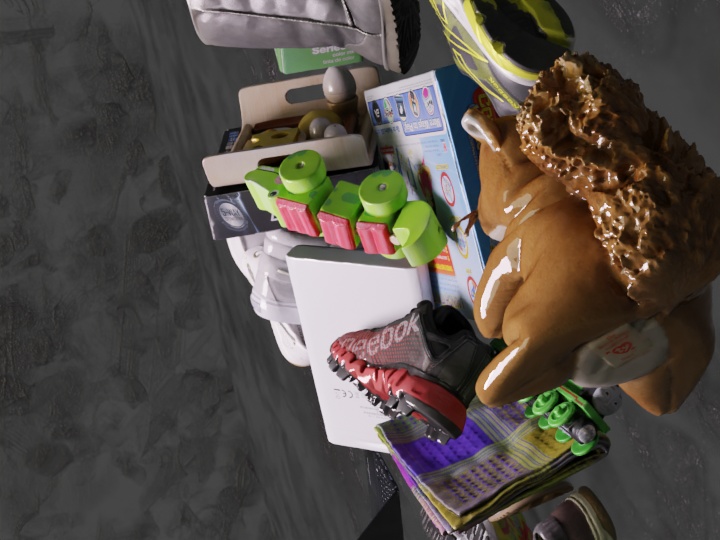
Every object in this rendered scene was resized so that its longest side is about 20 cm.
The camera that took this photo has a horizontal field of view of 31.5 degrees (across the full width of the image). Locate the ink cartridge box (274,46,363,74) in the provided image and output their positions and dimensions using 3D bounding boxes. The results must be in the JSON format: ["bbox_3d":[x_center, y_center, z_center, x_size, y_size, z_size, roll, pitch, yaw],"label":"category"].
[{"bbox_3d":[-0.052,-0.307,1.165,0.201,0.083,0.146,87,171,-45],"label":"ink cartridge box"}]

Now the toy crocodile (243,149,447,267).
[{"bbox_3d":[-0.015,-0.047,1.037,0.199,0.062,0.068,17,146,31],"label":"toy crocodile"}]

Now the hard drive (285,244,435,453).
[{"bbox_3d":[0.012,0.074,1.134,0.131,0.027,0.202,6,123,29],"label":"hard drive"}]

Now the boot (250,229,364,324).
[{"bbox_3d":[0.000,0.000,1.189,0.074,0.198,0.096,-134,51,-59],"label":"boot"}]

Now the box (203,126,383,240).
[{"bbox_3d":[-0.057,-0.096,1.201,0.200,0.159,0.044,-89,-12,-66],"label":"box"}]

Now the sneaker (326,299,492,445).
[{"bbox_3d":[0.042,0.071,1.032,0.071,0.098,0.200,39,170,-24],"label":"sneaker"}]

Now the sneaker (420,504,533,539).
[{"bbox_3d":[0.124,0.247,1.162,0.200,0.089,0.079,-117,43,-63],"label":"sneaker"}]

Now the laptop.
[{"bbox_3d":[0.004,0.352,1.724,0.200,0.102,0.178,-123,22,-50],"label":"laptop"}]

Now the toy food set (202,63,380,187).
[{"bbox_3d":[-0.058,-0.139,1.164,0.200,0.142,0.061,-78,-21,-65],"label":"toy food set"}]

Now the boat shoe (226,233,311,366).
[{"bbox_3d":[-0.082,0.000,1.336,0.201,0.070,0.069,63,164,6],"label":"boat shoe"}]

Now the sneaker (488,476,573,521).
[{"bbox_3d":[0.119,0.145,1.059,0.200,0.069,0.109,91,160,-79],"label":"sneaker"}]

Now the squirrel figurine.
[{"bbox_3d":[0.133,-0.039,0.756,0.201,0.140,0.188,111,153,-46],"label":"squirrel figurine"}]

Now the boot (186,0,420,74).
[{"bbox_3d":[-0.052,-0.246,1.062,0.198,0.073,0.183,19,139,18],"label":"boot"}]

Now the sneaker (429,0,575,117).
[{"bbox_3d":[0.074,-0.181,0.872,0.085,0.074,0.201,92,157,-55],"label":"sneaker"}]

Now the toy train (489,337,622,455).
[{"bbox_3d":[0.139,0.083,0.957,0.042,0.056,0.200,48,176,-18],"label":"toy train"}]

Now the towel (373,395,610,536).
[{"bbox_3d":[0.098,0.131,1.007,0.023,0.143,0.200,65,173,-22],"label":"towel"}]

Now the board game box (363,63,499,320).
[{"bbox_3d":[0.077,-0.065,1.038,0.200,0.055,0.198,-166,60,-74],"label":"board game box"}]

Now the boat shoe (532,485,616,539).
[{"bbox_3d":[0.162,0.252,1.050,0.202,0.065,0.072,89,159,-48],"label":"boat shoe"}]
